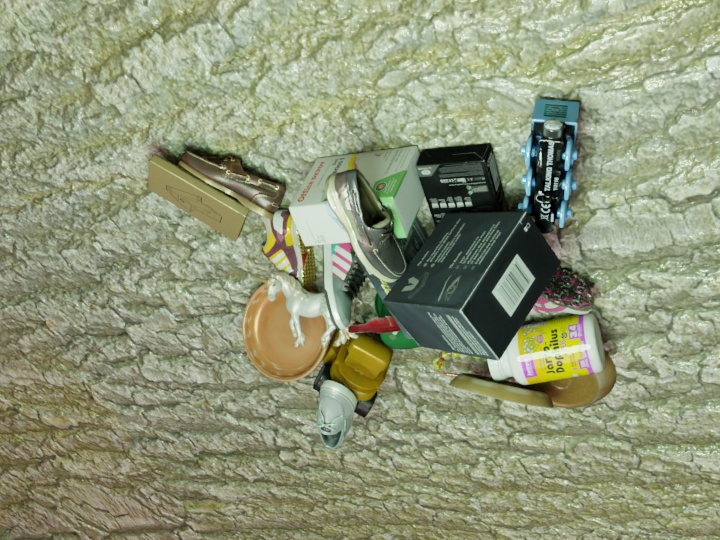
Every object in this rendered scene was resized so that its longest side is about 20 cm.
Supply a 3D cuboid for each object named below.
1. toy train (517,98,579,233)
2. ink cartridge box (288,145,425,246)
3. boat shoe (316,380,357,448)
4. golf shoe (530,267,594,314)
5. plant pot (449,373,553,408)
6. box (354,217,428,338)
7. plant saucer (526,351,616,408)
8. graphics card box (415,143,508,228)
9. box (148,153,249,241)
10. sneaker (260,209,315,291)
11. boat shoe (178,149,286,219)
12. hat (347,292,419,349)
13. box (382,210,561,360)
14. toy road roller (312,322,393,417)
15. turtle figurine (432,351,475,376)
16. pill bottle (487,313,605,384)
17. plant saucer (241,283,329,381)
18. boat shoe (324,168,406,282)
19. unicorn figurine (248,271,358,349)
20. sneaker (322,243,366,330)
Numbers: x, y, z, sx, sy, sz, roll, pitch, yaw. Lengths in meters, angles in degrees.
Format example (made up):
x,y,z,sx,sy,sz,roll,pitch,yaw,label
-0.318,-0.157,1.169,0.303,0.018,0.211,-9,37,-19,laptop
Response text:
x,y,z,sx,sy,sz,roll,pitch,yaw,label
0.287,-0.155,1.444,0.085,0.115,0.203,7,134,14,toy train
-0.001,-0.123,1.588,0.196,0.146,0.085,-4,129,28,ink cartridge box
-0.048,0.274,1.774,0.069,0.072,0.202,18,150,12,boat shoe
0.310,0.039,1.658,0.196,0.073,0.093,17,144,24,golf shoe
0.261,0.219,1.764,0.195,0.028,0.200,12,179,0,plant pot
0.076,-0.010,1.652,0.050,0.159,0.202,-10,128,33,box
0.379,0.198,1.799,0.196,0.036,0.203,13,135,13,plant saucer
0.176,-0.111,1.586,0.123,0.051,0.202,-1,132,27,graphics card box
-0.303,-0.131,1.772,0.197,0.022,0.164,30,161,-5,box
-0.140,-0.027,1.803,0.088,0.075,0.204,9,125,17,sneaker
-0.227,-0.169,1.717,0.197,0.070,0.071,28,100,-5,boat shoe
0.071,0.134,1.777,0.197,0.178,0.167,25,138,1,hat
0.172,0.018,1.489,0.118,0.198,0.198,48,157,-27,box
0.004,0.165,1.833,0.121,0.202,0.147,29,129,-6,toy road roller
0.202,0.121,1.782,0.197,0.065,0.161,-24,137,25,turtle figurine
0.328,0.144,1.698,0.196,0.105,0.105,-13,126,21,pill bottle
-0.144,0.117,1.899,0.196,0.037,0.205,0,90,24,plant saucer
0.019,-0.069,1.474,0.064,0.072,0.202,-16,115,40,boat shoe
-0.100,0.071,1.763,0.195,0.074,0.141,-1,97,4,unicorn figurine
0.000,0.000,1.694,0.118,0.205,0.084,-10,159,16,sneaker
